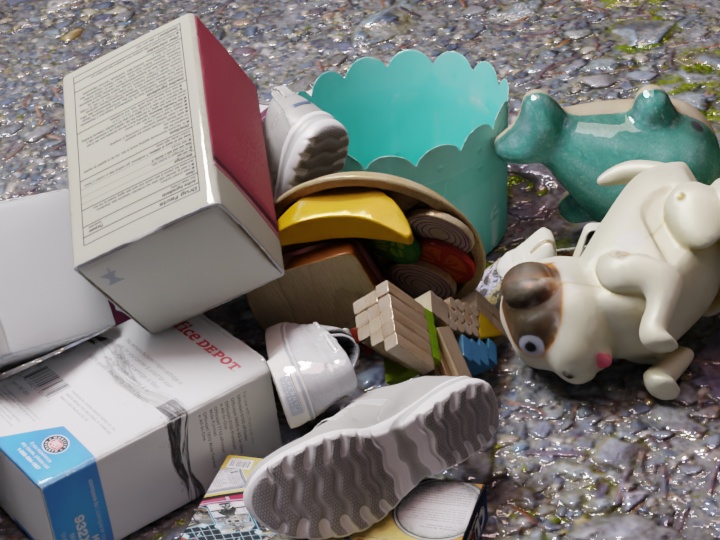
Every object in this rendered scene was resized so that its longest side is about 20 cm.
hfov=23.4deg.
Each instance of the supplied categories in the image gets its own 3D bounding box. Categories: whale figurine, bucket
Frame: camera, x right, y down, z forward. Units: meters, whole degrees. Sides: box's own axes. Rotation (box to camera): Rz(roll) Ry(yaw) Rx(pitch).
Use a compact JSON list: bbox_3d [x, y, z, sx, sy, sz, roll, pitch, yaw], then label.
[{"bbox_3d":[0.216,-0.087,1.481,0.199,0.159,0.104,16,44,-22],"label":"whale figurine"},{"bbox_3d":[0.039,-0.094,1.557,0.205,0.136,0.208,-5,32,3],"label":"bucket"}]

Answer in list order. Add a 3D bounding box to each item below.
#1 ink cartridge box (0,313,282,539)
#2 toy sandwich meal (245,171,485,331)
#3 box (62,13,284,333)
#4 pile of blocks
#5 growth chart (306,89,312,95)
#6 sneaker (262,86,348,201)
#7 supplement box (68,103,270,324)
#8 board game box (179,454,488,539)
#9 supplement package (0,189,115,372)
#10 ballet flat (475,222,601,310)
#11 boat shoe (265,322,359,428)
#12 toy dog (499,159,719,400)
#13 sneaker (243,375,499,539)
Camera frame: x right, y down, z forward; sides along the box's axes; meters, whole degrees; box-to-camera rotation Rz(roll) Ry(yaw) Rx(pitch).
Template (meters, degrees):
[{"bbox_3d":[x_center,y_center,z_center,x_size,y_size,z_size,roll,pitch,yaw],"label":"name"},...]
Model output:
[{"bbox_3d":[-0.180,0.118,1.318,0.199,0.084,0.145,-26,35,-27],"label":"ink cartridge box"},{"bbox_3d":[0.000,0.000,1.392,0.203,0.206,0.071,0,52,13],"label":"toy sandwich meal"},{"bbox_3d":[-0.147,-0.075,1.349,0.127,0.109,0.201,-23,51,17],"label":"box"},{"bbox_3d":[0.051,0.062,1.349,0.062,0.083,0.199,-30,-18,27],"label":"pile of blocks"},{"bbox_3d":[-0.018,-0.146,1.763,0.144,0.018,0.199,-30,38,-30],"label":"growth chart"},{"bbox_3d":[-0.070,-0.065,1.472,0.074,0.201,0.082,-8,46,-40],"label":"sneaker"},{"bbox_3d":[-0.155,-0.053,1.540,0.102,0.132,0.200,12,36,29],"label":"supplement box"},{"bbox_3d":[-0.024,0.193,1.213,0.198,0.035,0.136,5,34,19],"label":"board game box"},{"bbox_3d":[-0.312,0.027,1.362,0.199,0.118,0.117,-22,-4,37],"label":"supplement package"},{"bbox_3d":[0.175,-0.007,1.453,0.198,0.073,0.072,-7,32,2],"label":"ballet flat"},{"bbox_3d":[-0.033,0.069,1.321,0.068,0.073,0.200,-19,0,-1],"label":"boat shoe"},{"bbox_3d":[0.202,0.006,1.349,0.199,0.140,0.194,-31,64,-7],"label":"toy dog"},{"bbox_3d":[0.001,0.130,1.227,0.199,0.075,0.082,-19,17,-28],"label":"sneaker"}]
